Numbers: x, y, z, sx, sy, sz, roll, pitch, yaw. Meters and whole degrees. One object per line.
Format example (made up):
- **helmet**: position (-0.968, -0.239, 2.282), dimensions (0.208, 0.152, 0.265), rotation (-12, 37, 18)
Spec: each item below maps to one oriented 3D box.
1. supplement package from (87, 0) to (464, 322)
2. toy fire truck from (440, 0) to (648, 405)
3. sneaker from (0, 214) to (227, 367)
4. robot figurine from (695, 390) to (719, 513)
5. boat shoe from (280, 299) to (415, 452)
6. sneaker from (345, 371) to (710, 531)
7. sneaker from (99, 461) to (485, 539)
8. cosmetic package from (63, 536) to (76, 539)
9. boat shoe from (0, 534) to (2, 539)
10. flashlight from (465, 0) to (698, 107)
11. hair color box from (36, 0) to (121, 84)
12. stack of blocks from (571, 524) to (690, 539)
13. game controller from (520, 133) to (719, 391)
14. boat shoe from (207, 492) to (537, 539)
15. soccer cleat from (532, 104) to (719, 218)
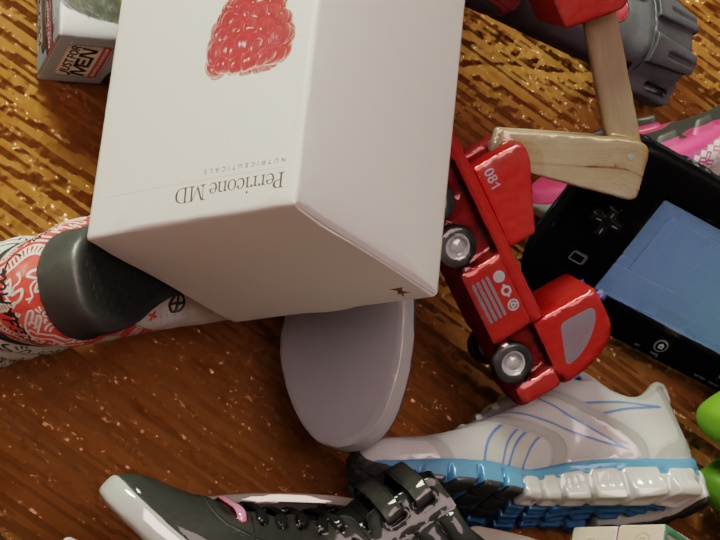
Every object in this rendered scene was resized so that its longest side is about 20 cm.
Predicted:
- **supplement package**: position (-0.034, -0.093, 1.059), dimensions (0.120, 0.120, 0.202), rotation (32, 57, -50)
- **toy fire truck**: position (0.089, -0.050, 1.124), dimensions (0.140, 0.049, 0.201), rotation (-29, 106, -7)
- **sneaker**: position (-0.120, 0.002, 1.119), dimensions (0.201, 0.107, 0.068), rotation (-13, 92, -59)
- **robot figurine**: position (0.263, 0.117, 1.159), dimensions (0.115, 0.199, 0.177), rotation (-23, 124, -33)
- **boat shoe**: position (0.000, 0.000, 1.161), dimensions (0.066, 0.071, 0.202), rotation (36, 41, -54)
- **sneaker**: position (0.081, 0.088, 1.175), dimensions (0.198, 0.075, 0.087), rotation (3, 63, -26)
- **sneaker**: position (-0.020, 0.118, 1.049), dimensions (0.199, 0.071, 0.100), rotation (33, 89, -21)
- **cosmetic package**: position (-0.053, 0.201, 1.005), dimensions (0.199, 0.107, 0.091), rotation (21, 81, 29)
- **boat shoe**: position (-0.207, 0.108, 1.051), dimensions (0.073, 0.076, 0.202), rotation (-14, 79, -20)
- **flashlight**: position (0.101, -0.154, 1.217), dimensions (0.199, 0.068, 0.068), rotation (17, 34, -41)
- **hair color box**: position (-0.067, -0.148, 1.189), dimensions (0.198, 0.061, 0.100), rotation (3, 73, -19)
- **stack of blocks**: position (0.126, 0.229, 1.121), dimensions (0.115, 0.058, 0.202), rotation (34, 61, -41)
- **game controller**: position (0.182, 0.005, 1.209), dimensions (0.199, 0.042, 0.105), rotation (27, 107, -22)
- **boat shoe**: position (0.004, 0.150, 1.121), dimensions (0.198, 0.067, 0.058), rotation (11, 66, -21)
- **soccer cleat**: position (0.188, -0.049, 1.252), dimensions (0.199, 0.070, 0.087), rotation (-23, 108, -16)
